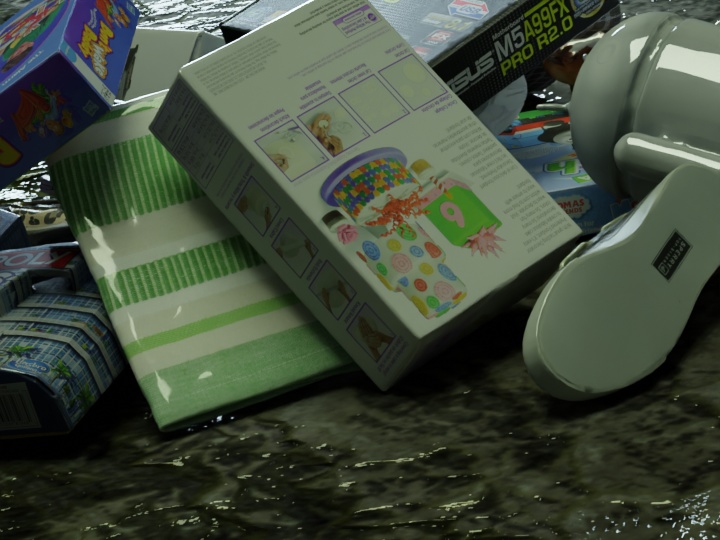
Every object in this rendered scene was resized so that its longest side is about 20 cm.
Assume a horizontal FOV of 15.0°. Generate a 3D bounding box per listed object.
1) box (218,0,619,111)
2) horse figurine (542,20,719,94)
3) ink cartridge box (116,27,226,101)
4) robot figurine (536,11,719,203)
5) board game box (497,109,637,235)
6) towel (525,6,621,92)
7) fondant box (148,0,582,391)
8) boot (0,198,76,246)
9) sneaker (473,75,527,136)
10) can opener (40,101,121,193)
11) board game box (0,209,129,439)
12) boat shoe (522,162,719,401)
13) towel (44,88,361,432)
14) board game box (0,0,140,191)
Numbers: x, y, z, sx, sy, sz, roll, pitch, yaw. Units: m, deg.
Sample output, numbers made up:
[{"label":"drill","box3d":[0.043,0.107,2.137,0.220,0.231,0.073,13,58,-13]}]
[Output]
[{"label":"box","box3d":[0.034,-0.158,1.688,0.160,0.044,0.200,-37,34,-27]},{"label":"horse figurine","box3d":[0.188,-0.141,1.877,0.132,0.050,0.200,-15,-1,1]},{"label":"ink cartridge box","box3d":[-0.130,-0.111,1.853,0.200,0.086,0.148,7,-6,45]},{"label":"robot figurine","box3d":[0.206,-0.084,1.580,0.200,0.113,0.170,18,24,22]},{"label":"board game box","box3d":[0.163,-0.070,1.736,0.151,0.037,0.200,-10,18,-2]},{"label":"towel","box3d":[0.076,-0.165,1.918,0.165,0.086,0.200,-10,-7,-20]},{"label":"fondant box","box3d":[0.003,-0.049,1.493,0.144,0.200,0.058,-32,-17,-40]},{"label":"boot","box3d":[-0.167,-0.024,1.693,0.200,0.073,0.151,-4,17,37]},{"label":"sneaker","box3d":[-0.004,-0.081,1.710,0.199,0.080,0.130,-46,29,-22]},{"label":"can opener","box3d":[-0.087,-0.067,1.578,0.200,0.067,0.053,-3,8,-5]},{"label":"board game box","box3d":[-0.213,0.023,1.530,0.200,0.062,0.200,-6,26,25]},{"label":"boat shoe","box3d":[0.136,0.016,1.446,0.064,0.071,0.200,-38,2,44]},{"label":"towel","box3d":[-0.079,-0.016,1.501,0.152,0.200,0.023,-17,-26,-21]},{"label":"board game box","box3d":[-0.220,-0.079,1.530,0.200,0.045,0.135,-34,21,19]}]
